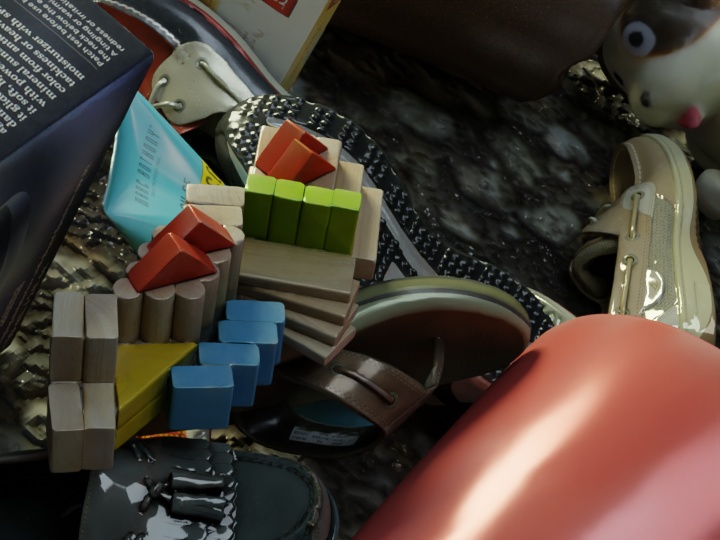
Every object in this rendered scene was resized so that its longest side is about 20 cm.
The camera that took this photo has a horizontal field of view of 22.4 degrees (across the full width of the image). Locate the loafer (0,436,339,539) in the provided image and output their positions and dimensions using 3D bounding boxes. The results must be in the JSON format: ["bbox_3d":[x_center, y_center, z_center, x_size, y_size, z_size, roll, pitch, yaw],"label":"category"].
[{"bbox_3d":[-0.110,0.097,0.683,0.199,0.063,0.072,-7,51,5],"label":"loafer"}]

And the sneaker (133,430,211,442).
[{"bbox_3d":[-0.096,0.127,0.741,0.077,0.073,0.200,3,42,-12],"label":"sneaker"}]

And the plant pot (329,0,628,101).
[{"bbox_3d":[0.046,-0.204,1.034,0.198,0.200,0.201,25,43,-20],"label":"plant pot"}]

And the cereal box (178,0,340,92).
[{"bbox_3d":[-0.105,-0.174,0.938,0.200,0.144,0.040,37,43,3],"label":"cereal box"}]

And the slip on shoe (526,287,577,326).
[{"bbox_3d":[0.122,0.089,0.910,0.200,0.074,0.061,48,9,22],"label":"slip on shoe"}]

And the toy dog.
[{"bbox_3d":[0.244,-0.125,1.096,0.199,0.140,0.195,11,71,-16],"label":"toy dog"}]

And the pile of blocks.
[{"bbox_3d":[-0.046,0.001,0.691,0.082,0.062,0.200,26,45,16],"label":"pile of blocks"}]

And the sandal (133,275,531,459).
[{"bbox_3d":[-0.020,0.052,0.753,0.200,0.080,0.057,-12,63,-25],"label":"sandal"}]

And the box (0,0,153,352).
[{"bbox_3d":[-0.206,-0.010,0.688,0.123,0.200,0.198,40,44,6],"label":"box"}]

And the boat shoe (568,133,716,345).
[{"bbox_3d":[0.150,-0.011,1.005,0.065,0.072,0.200,4,39,-2],"label":"boat shoe"}]

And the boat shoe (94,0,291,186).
[{"bbox_3d":[-0.077,-0.075,0.925,0.200,0.071,0.063,40,45,-1],"label":"boat shoe"}]

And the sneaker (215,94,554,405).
[{"bbox_3d":[0.000,0.000,0.868,0.200,0.080,0.074,44,56,-15],"label":"sneaker"}]

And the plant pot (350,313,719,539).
[{"bbox_3d":[0.082,0.142,0.749,0.177,0.201,0.201,-31,72,-35],"label":"plant pot"}]

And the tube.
[{"bbox_3d":[-0.053,0.006,0.800,0.200,0.050,0.078,50,23,-39],"label":"tube"}]
